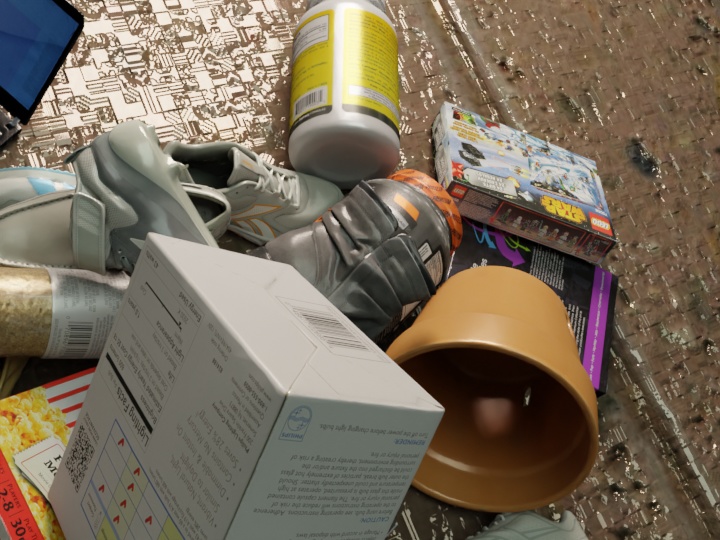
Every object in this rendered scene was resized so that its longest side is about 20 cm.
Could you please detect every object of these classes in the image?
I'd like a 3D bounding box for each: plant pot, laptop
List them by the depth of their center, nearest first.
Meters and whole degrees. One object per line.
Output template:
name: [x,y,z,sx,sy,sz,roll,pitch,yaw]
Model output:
laptop: [-0.366,-0.186,0.782,0.176,0.103,0.201,40,57,-1]
plant pot: [0.113,0.093,0.825,0.198,0.201,0.141,30,40,-7]

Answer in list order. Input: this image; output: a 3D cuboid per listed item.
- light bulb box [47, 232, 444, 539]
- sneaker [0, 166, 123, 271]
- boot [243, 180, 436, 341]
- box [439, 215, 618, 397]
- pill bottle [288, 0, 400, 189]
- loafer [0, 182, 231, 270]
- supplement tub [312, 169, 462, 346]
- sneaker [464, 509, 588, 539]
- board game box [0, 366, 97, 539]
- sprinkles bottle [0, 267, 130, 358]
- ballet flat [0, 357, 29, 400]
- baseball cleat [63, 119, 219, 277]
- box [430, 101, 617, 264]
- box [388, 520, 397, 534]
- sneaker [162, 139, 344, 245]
light bulb box: [-0.082,0.117,0.576,0.123,0.203,0.198,13,18,-40]
sneaker: [-0.241,-0.029,0.781,0.195,0.077,0.083,12,67,-15]
boot: [0.006,0.044,0.715,0.130,0.070,0.203,-27,95,-4]
box: [0.171,0.031,0.961,0.197,0.036,0.145,26,57,-12]
pill bottle: [-0.015,-0.195,0.939,0.110,0.113,0.204,10,62,-19]
loafer: [-0.197,-0.037,0.728,0.196,0.070,0.072,-13,89,-23]
supplement tub: [0.000,0.000,0.846,0.123,0.123,0.200,46,56,3]
sneaker: [0.122,0.254,0.817,0.196,0.076,0.082,5,49,-24]
board game box: [-0.190,0.152,0.694,0.198,0.046,0.153,-19,74,-52]
sprinkles bottle: [-0.193,0.033,0.712,0.196,0.068,0.070,3,64,-33]
ballet flat: [-0.300,0.105,0.692,0.067,0.064,0.204,4,58,9]
baseball cleat: [-0.148,-0.004,0.685,0.105,0.070,0.203,-30,97,-9]
box: [0.172,-0.094,0.995,0.196,0.040,0.139,19,41,-15]
box: [-0.074,0.244,0.701,0.060,0.117,0.199,49,55,3]
sneaker: [-0.099,-0.074,0.855,0.196,0.092,0.077,2,64,-24]
